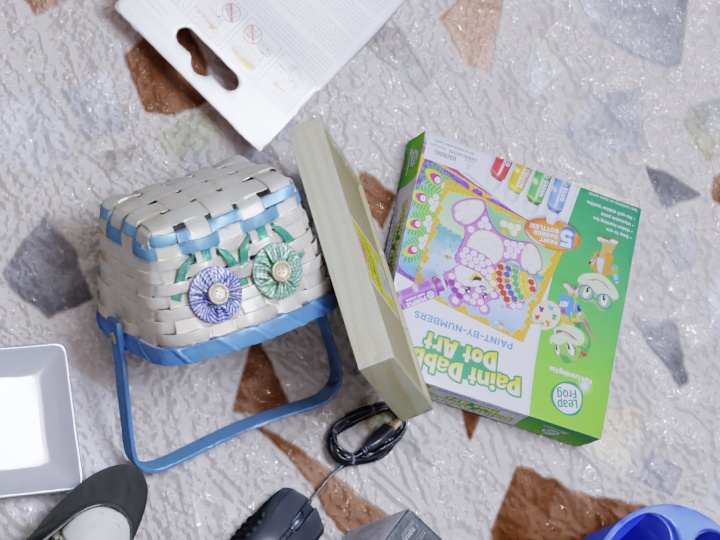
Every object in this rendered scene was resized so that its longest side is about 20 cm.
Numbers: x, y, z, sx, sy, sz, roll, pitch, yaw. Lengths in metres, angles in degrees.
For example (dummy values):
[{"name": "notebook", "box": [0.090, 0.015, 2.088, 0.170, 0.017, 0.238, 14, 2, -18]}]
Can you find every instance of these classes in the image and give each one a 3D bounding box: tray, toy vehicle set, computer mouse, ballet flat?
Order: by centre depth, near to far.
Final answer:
[{"name": "ballet flat", "box": [-0.211, 0.213, 1.526, 0.200, 0.068, 0.068, -40, 123, -23]}, {"name": "tray", "box": [-0.298, 0.112, 1.543, 0.199, 0.022, 0.108, -4, 80, -24]}, {"name": "toy vehicle set", "box": [0.000, 0.000, 1.611, 0.026, 0.124, 0.201, -21, 64, 7]}, {"name": "computer mouse", "box": [-0.030, 0.168, 1.634, 0.059, 0.034, 0.200, 45, 65, -6]}]

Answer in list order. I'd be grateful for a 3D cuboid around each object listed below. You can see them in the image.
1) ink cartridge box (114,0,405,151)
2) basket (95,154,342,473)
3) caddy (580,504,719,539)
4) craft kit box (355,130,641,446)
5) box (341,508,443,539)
[{"name": "ink cartridge box", "box": [-0.072, -0.210, 1.708, 0.162, 0.050, 0.200, 45, 74, -8]}, {"name": "basket", "box": [-0.105, 0.032, 1.588, 0.176, 0.139, 0.201, -23, 121, -25]}, {"name": "caddy", "box": [0.222, 0.279, 1.671, 0.141, 0.105, 0.201, 17, 71, -19]}, {"name": "craft kit box", "box": [0.111, 0.015, 1.726, 0.199, 0.048, 0.198, 18, 74, -18]}, {"name": "box", "box": [0.066, 0.269, 1.606, 0.200, 0.117, 0.060, 44, 62, -6]}]
